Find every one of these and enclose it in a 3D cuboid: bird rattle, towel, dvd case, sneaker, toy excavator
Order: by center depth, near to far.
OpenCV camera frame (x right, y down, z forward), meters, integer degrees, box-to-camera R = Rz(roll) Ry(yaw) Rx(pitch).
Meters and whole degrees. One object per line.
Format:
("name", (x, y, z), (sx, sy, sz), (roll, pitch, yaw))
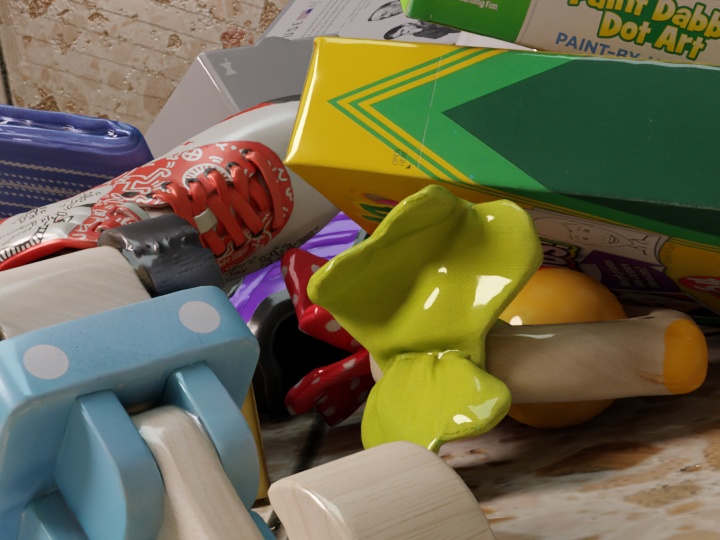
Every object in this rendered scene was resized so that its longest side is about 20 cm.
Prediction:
("toy excavator", (-0.050, 0.068, 0.488), (0.099, 0.200, 0.195), (-16, -35, -34))
("bird rattle", (0.050, 0.037, 0.714), (0.162, 0.114, 0.200), (1, -7, -3))
("sneaker", (-0.076, -0.011, 0.743), (0.200, 0.068, 0.108), (-21, 15, -9))
("sneaker", (0.000, 0.001, 0.880), (0.099, 0.070, 0.200), (26, 60, 38))
("towel", (-0.143, -0.026, 0.885), (0.144, 0.024, 0.200), (9, -24, 16))
("dvd case", (0.032, -0.151, 1.038), (0.199, 0.025, 0.151), (-6, 34, 36))

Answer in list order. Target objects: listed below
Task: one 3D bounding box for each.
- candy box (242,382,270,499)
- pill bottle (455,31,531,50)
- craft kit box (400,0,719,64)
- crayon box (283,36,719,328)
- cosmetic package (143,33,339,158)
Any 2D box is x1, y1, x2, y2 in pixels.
("candy box", (-0.142, 0.074, 0.722), (0.199, 0.057, 0.117), (-10, 7, -7))
("pill bottle", (0.147, -0.069, 0.873), (0.199, 0.113, 0.112), (27, -6, -19))
("craft kit box", (0.105, -0.135, 0.750), (0.196, 0.049, 0.200), (10, 28, -11))
("crayon box", (0.087, -0.029, 0.740), (0.171, 0.059, 0.200), (6, -13, 22))
("cosmetic package", (-0.075, -0.034, 0.997), (0.106, 0.090, 0.200), (-17, -21, -42))
